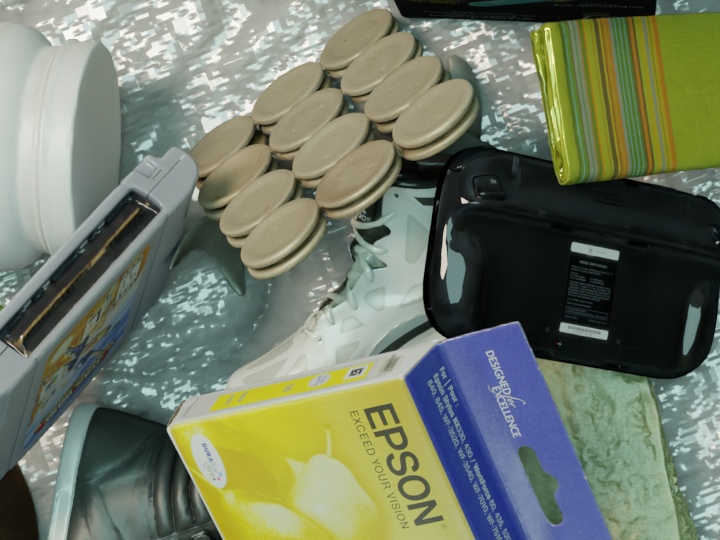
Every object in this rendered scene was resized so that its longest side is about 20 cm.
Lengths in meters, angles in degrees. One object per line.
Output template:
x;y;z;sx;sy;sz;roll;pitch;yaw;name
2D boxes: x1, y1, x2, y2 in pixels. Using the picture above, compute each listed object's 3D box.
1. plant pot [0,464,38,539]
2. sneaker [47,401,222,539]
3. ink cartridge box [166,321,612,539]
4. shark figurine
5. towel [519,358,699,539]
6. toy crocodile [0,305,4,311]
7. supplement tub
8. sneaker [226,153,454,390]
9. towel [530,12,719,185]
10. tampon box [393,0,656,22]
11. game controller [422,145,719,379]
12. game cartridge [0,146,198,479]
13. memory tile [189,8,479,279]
-0.289;0.156;1.433;0.187;0.200;0.187;0;87;7;plant pot
-0.123;0.177;1.476;0.099;0.071;0.200;5;83;12;sneaker
0.025;0.137;1.404;0.200;0.047;0.198;-13;114;28;ink cartridge box
-0.001;-0.058;1.469;0.214;0.090;0.128;-5;85;5;shark figurine
0.104;0.113;1.472;0.148;0.036;0.200;-16;86;6;towel
-0.290;0.041;1.505;0.200;0.068;0.062;-5;87;6;toy crocodile
-0.244;-0.071;1.469;0.200;0.140;0.140;3;87;7;supplement tub
0.000;0.000;1.429;0.200;0.076;0.115;-28;115;2;sneaker
0.181;-0.096;1.427;0.200;0.018;0.086;-6;89;-32;towel
0.088;-0.209;1.408;0.150;0.200;0.126;3;87;6;tampon box
0.118;-0.002;1.410;0.200;0.042;0.104;11;94;-35;game controller
-0.161;0.033;1.418;0.042;0.133;0.200;32;55;11;game cartridge
-0.020;-0.071;1.427;0.153;0.200;0.017;-38;116;1;memory tile
